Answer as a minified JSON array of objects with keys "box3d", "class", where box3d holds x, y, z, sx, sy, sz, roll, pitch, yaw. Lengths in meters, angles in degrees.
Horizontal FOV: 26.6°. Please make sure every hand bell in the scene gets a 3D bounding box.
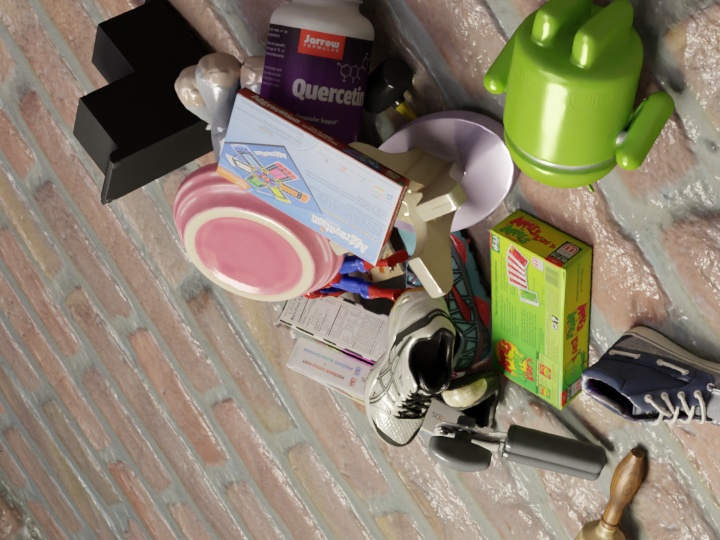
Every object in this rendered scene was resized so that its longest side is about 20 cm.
[{"box3d":[0.284,0.279,1.718,0.104,0.104,0.201,36,133,27],"class":"hand bell"}]

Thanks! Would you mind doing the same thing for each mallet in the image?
[{"box3d":[0.080,-0.142,1.626,0.200,0.041,0.066,46,145,5],"class":"mallet"}]

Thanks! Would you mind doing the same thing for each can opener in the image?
[{"box3d":[0.175,0.207,1.717,0.198,0.067,0.053,9,156,3],"class":"can opener"}]

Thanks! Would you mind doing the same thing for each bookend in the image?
[{"box3d":[-0.283,-0.216,1.871,0.199,0.199,0.092,50,148,15],"class":"bookend"}]

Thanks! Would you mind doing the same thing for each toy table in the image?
[{"box3d":[0.060,-0.078,1.584,0.184,0.117,0.200,47,137,-5],"class":"toy table"}]

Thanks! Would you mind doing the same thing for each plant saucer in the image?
[{"box3d":[-0.115,-0.033,1.670,0.199,0.051,0.201,12,142,9],"class":"plant saucer"}]

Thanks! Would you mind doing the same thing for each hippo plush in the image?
[{"box3d":[-0.148,-0.138,1.726,0.158,0.162,0.200,22,152,-20],"class":"hippo plush"}]

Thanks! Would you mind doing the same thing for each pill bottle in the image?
[{"box3d":[-0.047,-0.206,1.603,0.112,0.112,0.202,18,103,45],"class":"pill bottle"}]

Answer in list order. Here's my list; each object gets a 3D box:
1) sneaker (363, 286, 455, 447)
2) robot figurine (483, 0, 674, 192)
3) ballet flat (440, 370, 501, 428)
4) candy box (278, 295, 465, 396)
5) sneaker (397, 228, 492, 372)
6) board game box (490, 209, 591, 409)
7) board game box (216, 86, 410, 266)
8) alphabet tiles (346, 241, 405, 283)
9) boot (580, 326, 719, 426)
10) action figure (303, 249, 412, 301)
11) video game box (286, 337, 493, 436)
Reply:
[{"box3d":[0.055,0.120,1.656,0.088,0.075,0.202,-121,34,-53],"class":"sneaker"},{"box3d":[0.190,-0.159,1.376,0.175,0.116,0.201,31,142,25],"class":"robot figurine"},{"box3d":[0.133,0.147,1.726,0.200,0.066,0.057,30,-133,-76],"class":"ballet flat"},{"box3d":[0.016,0.083,1.833,0.199,0.061,0.136,22,175,43],"class":"candy box"},{"box3d":[0.087,0.023,1.708,0.079,0.095,0.201,-15,106,57],"class":"sneaker"},{"box3d":[0.192,0.043,1.633,0.101,0.047,0.201,31,142,35],"class":"board game box"},{"box3d":[-0.051,-0.095,1.545,0.199,0.019,0.104,31,127,14],"class":"board game box"},{"box3d":[-0.015,-0.079,1.779,0.201,0.008,0.167,62,155,-5],"class":"alphabet tiles"},{"box3d":[0.317,0.130,1.504,0.199,0.090,0.073,26,139,39],"class":"boot"},{"box3d":[0.000,0.000,1.747,0.199,0.098,0.066,1,103,48],"class":"action figure"},{"box3d":[0.036,0.154,1.847,0.199,0.047,0.182,31,174,-42],"class":"video game box"}]
